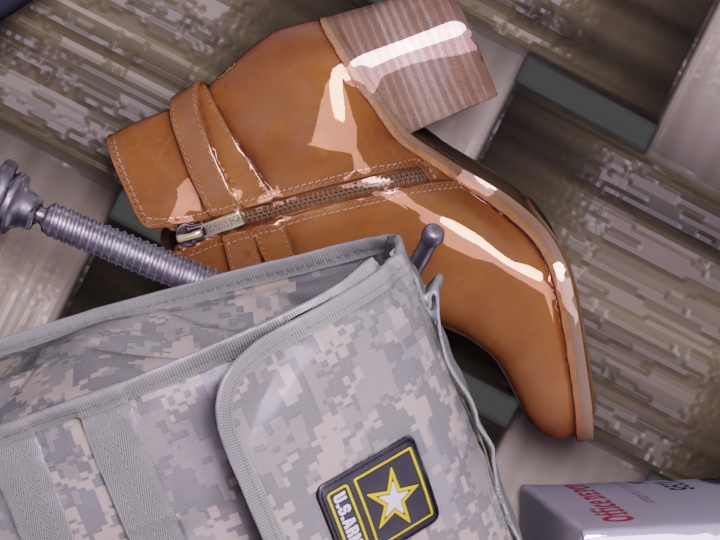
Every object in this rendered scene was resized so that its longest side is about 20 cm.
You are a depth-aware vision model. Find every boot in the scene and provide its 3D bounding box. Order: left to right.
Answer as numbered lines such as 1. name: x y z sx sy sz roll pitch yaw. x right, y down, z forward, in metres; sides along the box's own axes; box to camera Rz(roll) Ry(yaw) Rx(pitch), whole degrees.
1. boot: 0.000 0.000 1.153 0.155 0.077 0.201 -24 105 2

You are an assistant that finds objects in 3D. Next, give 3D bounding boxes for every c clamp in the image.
1. c clamp: -0.084 0.014 1.132 0.199 0.027 0.171 18 127 -3

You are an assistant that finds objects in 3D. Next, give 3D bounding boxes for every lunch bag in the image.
1. lunch bag: -0.043 0.091 1.086 0.199 0.118 0.165 -19 109 9

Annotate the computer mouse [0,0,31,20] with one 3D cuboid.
1. computer mouse: -0.129 -0.158 1.114 0.200 0.053 0.138 -43 133 3

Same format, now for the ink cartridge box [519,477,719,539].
1. ink cartridge box: 0.170 0.128 1.141 0.199 0.145 0.085 -2 93 -7
